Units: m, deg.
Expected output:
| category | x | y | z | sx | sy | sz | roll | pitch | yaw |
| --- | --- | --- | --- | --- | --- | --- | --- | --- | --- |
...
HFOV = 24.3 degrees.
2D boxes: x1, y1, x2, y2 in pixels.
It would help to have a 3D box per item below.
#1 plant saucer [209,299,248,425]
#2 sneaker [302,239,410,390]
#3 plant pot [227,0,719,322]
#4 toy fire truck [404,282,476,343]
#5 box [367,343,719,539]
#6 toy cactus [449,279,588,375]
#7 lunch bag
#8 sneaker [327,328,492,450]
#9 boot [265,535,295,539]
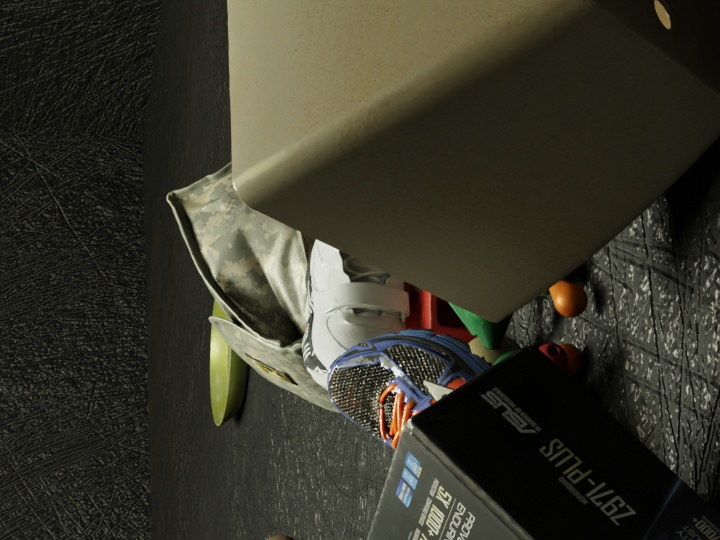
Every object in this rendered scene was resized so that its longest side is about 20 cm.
| category | x | y | z | sx | sy | sz | roll | pitch | yaw |
| --- | --- | --- | --- | --- | --- | --- | --- | --- | --- |
| plant saucer | -0.177 | 0.111 | 2.279 | 0.200 | 0.031 | 0.201 | -178 | 90 | -77 |
| sneaker | 0.000 | 0.000 | 1.167 | 0.200 | 0.075 | 0.115 | -102 | 18 | -59 |
| plant pot | 0.067 | -0.119 | 0.805 | 0.177 | 0.199 | 0.201 | -25 | 56 | 35 |
| toy fire truck | 0.051 | -0.013 | 1.230 | 0.141 | 0.048 | 0.201 | 114 | 156 | -58 |
| box | 0.084 | 0.166 | 0.792 | 0.164 | 0.086 | 0.201 | 44 | 141 | 25 |
| toy cactus | 0.074 | 0.040 | 1.025 | 0.200 | 0.102 | 0.166 | 50 | 156 | 43 |
| lunch bag | -0.067 | 0.024 | 1.446 | 0.201 | 0.117 | 0.164 | 62 | -176 | 29 |
| sneaker | 0.051 | 0.092 | 0.924 | 0.199 | 0.078 | 0.076 | 24 | 123 | 38 |
| boot | -0.095 | 0.386 | 1.783 | 0.076 | 0.073 | 0.201 | -126 | 41 | -55 |
